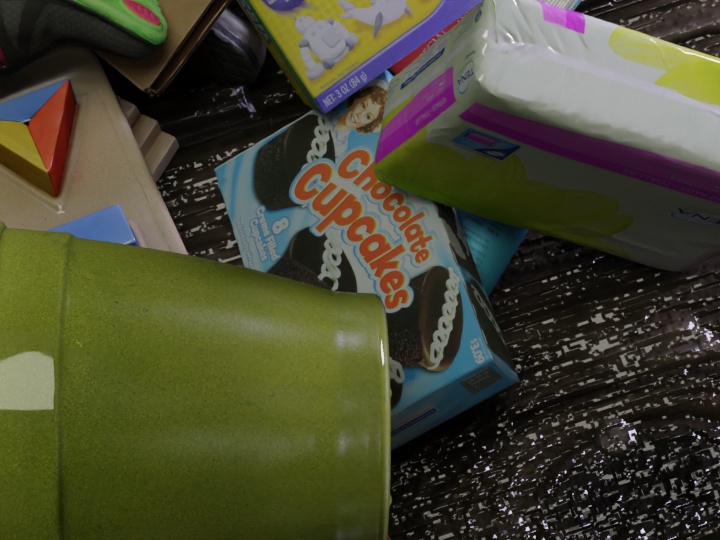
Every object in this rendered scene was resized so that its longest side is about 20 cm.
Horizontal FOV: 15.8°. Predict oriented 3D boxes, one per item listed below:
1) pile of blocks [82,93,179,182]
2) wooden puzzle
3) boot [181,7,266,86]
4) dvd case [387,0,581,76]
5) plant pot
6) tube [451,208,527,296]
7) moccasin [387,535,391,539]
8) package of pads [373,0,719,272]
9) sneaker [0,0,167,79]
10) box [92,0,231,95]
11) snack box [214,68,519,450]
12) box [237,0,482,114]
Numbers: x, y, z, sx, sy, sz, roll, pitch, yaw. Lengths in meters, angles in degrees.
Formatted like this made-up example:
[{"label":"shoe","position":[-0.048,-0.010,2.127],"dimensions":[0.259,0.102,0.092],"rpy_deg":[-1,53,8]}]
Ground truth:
[{"label":"pile of blocks","position":[-0.196,-0.034,1.459],"dimensions":[0.200,0.062,0.082],"rpy_deg":[-36,64,-7]},{"label":"wooden puzzle","position":[-0.197,-0.020,1.394],"dimensions":[0.185,0.046,0.200],"rpy_deg":[-22,65,-9]},{"label":"boot","position":[-0.108,-0.204,1.524],"dimensions":[0.200,0.068,0.131],"rpy_deg":[34,69,21]},{"label":"dvd case","position":[0.029,-0.190,1.470],"dimensions":[0.200,0.022,0.146],"rpy_deg":[37,87,8]},{"label":"plant pot","position":[-0.083,0.076,1.259],"dimensions":[0.193,0.200,0.201],"rpy_deg":[0,65,-2]},{"label":"tube","position":[0.053,-0.013,1.417],"dimensions":[0.077,0.050,0.200],"rpy_deg":[28,77,34]},{"label":"moccasin","position":[-0.069,0.190,1.314],"dimensions":[0.201,0.074,0.078],"rpy_deg":[-29,24,-5]},{"label":"package of pads","position":[0.121,-0.066,1.332],"dimensions":[0.200,0.155,0.068],"rpy_deg":[17,70,-17]},{"label":"sneaker","position":[-0.203,-0.137,1.419],"dimensions":[0.200,0.084,0.077],"rpy_deg":[7,22,4]},{"label":"box","position":[-0.137,-0.219,1.466],"dimensions":[0.200,0.021,0.164],"rpy_deg":[39,96,23]},{"label":"snack box","position":[0.000,0.000,1.393],"dimensions":[0.116,0.037,0.200],"rpy_deg":[-30,55,15]},{"label":"box","position":[-0.031,-0.199,1.394],"dimensions":[0.117,0.048,0.200],"rpy_deg":[-36,108,-6]}]
